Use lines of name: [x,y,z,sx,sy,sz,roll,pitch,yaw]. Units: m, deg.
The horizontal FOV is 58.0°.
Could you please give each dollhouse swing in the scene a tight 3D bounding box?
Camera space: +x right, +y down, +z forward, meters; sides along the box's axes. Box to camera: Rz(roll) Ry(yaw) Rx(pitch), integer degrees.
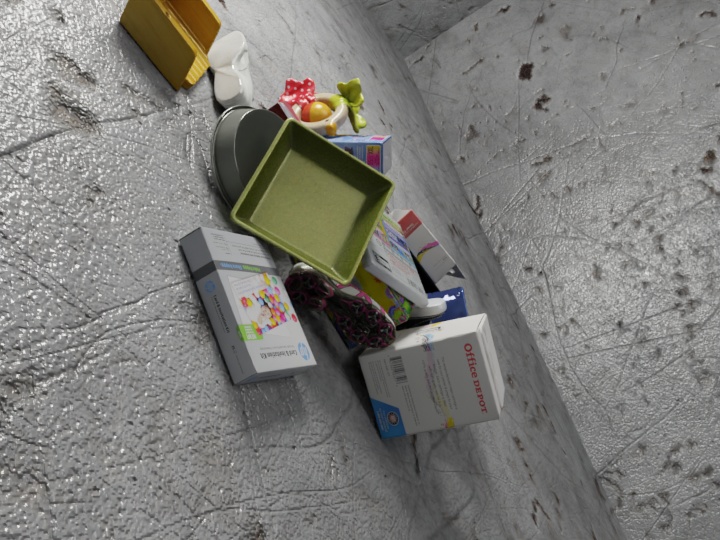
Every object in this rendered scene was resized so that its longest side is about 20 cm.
dollhouse swing: [-0.257,-0.429,1.035,0.182,0.176,0.200,52,20,-26]

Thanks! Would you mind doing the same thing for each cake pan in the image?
cake pan: [-0.153,-0.167,1.032,0.200,0.037,0.200,19,66,-53]

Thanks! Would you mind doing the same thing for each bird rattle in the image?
bird rattle: [-0.090,-0.345,1.375,0.113,0.200,0.163,87,21,-48]

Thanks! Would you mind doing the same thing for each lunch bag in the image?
lunch bag: [0.164,0.127,1.365,0.200,0.132,0.136,65,17,-64]

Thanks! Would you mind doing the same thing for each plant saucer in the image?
plant saucer: [-0.072,-0.099,0.989,0.200,0.048,0.200,31,65,-12]

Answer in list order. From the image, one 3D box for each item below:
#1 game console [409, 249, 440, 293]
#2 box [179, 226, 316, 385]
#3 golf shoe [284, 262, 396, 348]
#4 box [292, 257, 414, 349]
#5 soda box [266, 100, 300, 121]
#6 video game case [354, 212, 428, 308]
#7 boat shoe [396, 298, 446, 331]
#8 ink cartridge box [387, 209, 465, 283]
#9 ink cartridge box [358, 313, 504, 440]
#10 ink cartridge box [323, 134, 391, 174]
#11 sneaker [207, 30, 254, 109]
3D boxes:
game console: [0.083,-0.028,1.435,0.200,0.116,0.176,53,21,-25]
box: [-0.145,0.046,0.858,0.156,0.041,0.200,11,54,-66]
golf shoe: [-0.024,0.048,1.039,0.200,0.073,0.092,35,23,-8]
box: [0.000,0.000,1.170,0.200,0.122,0.193,58,19,-7]
soda box: [-0.121,-0.224,1.256,0.200,0.070,0.063,58,18,-10]
video game case: [0.040,-0.044,1.115,0.200,0.022,0.182,34,32,-51]
boat shoe: [0.100,0.099,1.229,0.072,0.200,0.068,-18,88,-34]
ink cartridge box: [0.131,-0.039,1.429,0.200,0.067,0.116,49,-8,-14]
ink cartridge box: [0.125,0.172,1.084,0.145,0.200,0.147,-30,105,-72]
ink cartridge box: [-0.041,-0.243,1.364,0.136,0.200,0.076,-59,149,-70]
sneaker: [-0.227,-0.347,1.184,0.089,0.075,0.200,56,22,-54]
